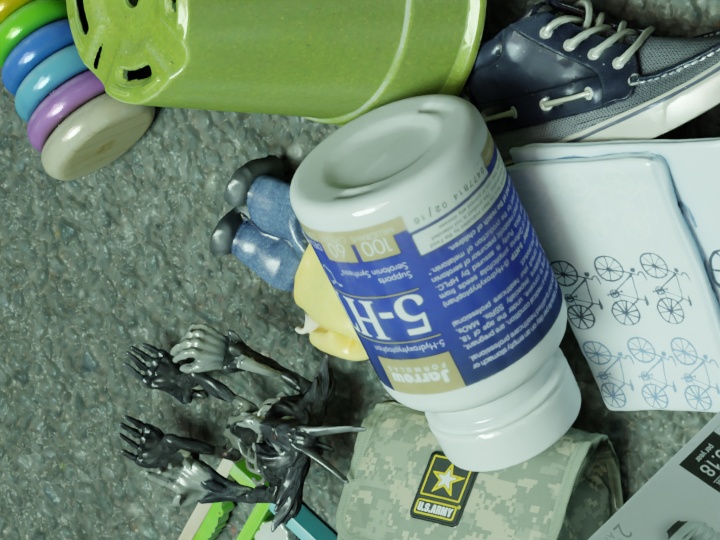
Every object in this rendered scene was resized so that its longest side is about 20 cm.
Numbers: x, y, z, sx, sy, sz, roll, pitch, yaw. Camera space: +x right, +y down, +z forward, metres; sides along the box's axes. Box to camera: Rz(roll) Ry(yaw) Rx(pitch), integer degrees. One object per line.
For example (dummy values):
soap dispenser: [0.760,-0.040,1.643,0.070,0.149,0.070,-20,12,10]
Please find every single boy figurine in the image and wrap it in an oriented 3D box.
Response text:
boy figurine: [0.000,0.000,1.500,0.199,0.064,0.125,30,122,22]

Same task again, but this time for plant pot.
plant pot: [-0.063,-0.165,1.380,0.200,0.189,0.201,16,111,49]

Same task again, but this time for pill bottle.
pill bottle: [0.051,0.012,1.374,0.119,0.120,0.201,-6,123,35]

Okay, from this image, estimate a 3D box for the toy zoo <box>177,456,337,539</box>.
toy zoo: [-0.043,0.233,1.631,0.200,0.020,0.131,41,124,17]

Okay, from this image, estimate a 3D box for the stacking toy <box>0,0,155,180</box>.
stacking toy: [-0.224,-0.161,1.594,0.085,0.085,0.200,-45,75,35]

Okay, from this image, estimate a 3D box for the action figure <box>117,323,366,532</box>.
action figure: [-0.089,0.101,1.541,0.200,0.102,0.120,4,79,52]

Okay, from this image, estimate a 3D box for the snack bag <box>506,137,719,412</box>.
snack bag: [0.195,0.006,1.354,0.199,0.021,0.189,-1,125,36]

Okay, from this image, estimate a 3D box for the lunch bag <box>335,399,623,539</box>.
lunch bag: [0.072,0.182,1.481,0.163,0.117,0.201,8,102,35]

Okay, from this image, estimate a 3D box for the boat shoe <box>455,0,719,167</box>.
boat shoe: [0.140,-0.119,1.358,0.199,0.075,0.093,-24,99,38]

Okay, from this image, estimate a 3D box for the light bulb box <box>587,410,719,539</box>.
light bulb box: [0.226,0.207,1.319,0.200,0.198,0.125,35,136,19]
